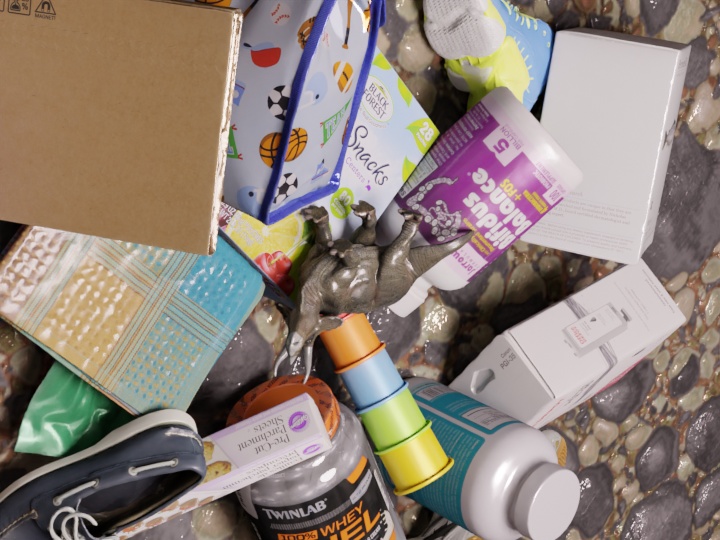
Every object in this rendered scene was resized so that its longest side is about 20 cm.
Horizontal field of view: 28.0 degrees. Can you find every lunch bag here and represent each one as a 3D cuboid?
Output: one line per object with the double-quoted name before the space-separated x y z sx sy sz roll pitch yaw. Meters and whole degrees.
"lunch bag" -0.080 -0.162 1.005 0.124 0.170 0.201 -35 144 -55

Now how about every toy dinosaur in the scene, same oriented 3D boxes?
"toy dinosaur" 0.000 0.000 1.165 0.200 0.077 0.103 -24 137 -35

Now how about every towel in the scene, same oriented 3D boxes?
"towel" -0.170 0.013 1.060 0.200 0.022 0.147 42 76 -38

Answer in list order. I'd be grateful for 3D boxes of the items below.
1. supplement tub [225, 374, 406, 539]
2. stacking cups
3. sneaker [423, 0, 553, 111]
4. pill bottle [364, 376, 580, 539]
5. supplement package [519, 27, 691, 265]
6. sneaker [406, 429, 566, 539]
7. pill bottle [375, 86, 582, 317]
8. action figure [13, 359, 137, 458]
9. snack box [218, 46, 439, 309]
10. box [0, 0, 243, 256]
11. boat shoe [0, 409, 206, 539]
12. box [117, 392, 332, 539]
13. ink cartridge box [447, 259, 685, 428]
"supplement tub" -0.040 0.195 1.252 0.122 0.122 0.200 -40 129 -25
"stacking cups" 0.005 0.096 1.253 0.060 0.060 0.200 -33 94 -30
"sneaker" 0.118 -0.213 1.290 0.105 0.076 0.200 -54 143 -30
"pill bottle" 0.103 0.179 1.326 0.111 0.200 0.111 -18 118 -37
"supplement package" 0.232 -0.122 1.365 0.117 0.117 0.201 -31 132 -68
"sneaker" 0.118 0.226 1.435 0.200 0.088 0.076 -48 132 -8
"pill bottle" 0.084 -0.055 1.248 0.200 0.112 0.112 -42 135 9
"action figure" -0.190 0.043 1.099 0.118 0.055 0.201 10 100 -43
"snack box" -0.047 -0.093 1.172 0.200 0.068 0.169 -56 135 -13
"box" -0.184 -0.105 0.961 0.021 0.199 0.164 -46 144 -74
"boat shoe" -0.203 0.179 1.083 0.199 0.062 0.075 -28 135 2
"box" -0.122 0.158 1.144 0.199 0.042 0.039 -23 152 3
"ink cartridge box" 0.199 0.086 1.417 0.200 0.083 0.147 -25 163 -35
